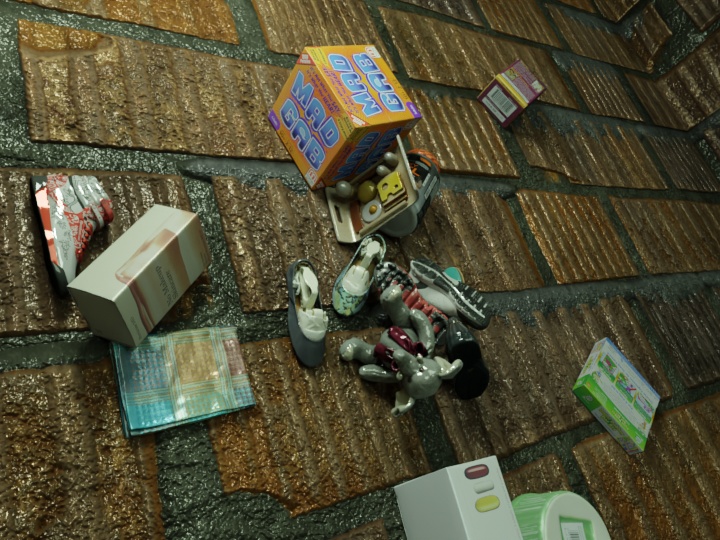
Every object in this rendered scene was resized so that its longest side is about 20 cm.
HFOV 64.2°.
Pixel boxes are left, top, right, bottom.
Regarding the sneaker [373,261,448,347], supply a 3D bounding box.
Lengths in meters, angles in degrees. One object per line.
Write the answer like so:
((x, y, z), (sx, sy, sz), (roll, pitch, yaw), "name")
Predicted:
((0.094, 0.067, 1.127), (0.071, 0.098, 0.201), (-43, 93, -9), "sneaker")

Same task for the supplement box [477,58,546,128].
((0.469, -0.549, 1.772), (0.131, 0.103, 0.200), (47, 48, 2), "supplement box")

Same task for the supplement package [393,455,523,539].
((0.159, 0.417, 0.901), (0.110, 0.156, 0.202), (0, 62, -33), "supplement package")

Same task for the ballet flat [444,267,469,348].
((0.201, 0.089, 1.218), (0.063, 0.068, 0.202), (42, 43, -43), "ballet flat")

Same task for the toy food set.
((0.020, -0.163, 1.158), (0.060, 0.199, 0.145), (24, 42, -48), "toy food set")

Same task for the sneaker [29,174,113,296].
((-0.427, -0.062, 0.874), (0.107, 0.067, 0.203), (-9, 65, -35), "sneaker")

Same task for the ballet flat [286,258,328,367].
((-0.094, 0.067, 1.016), (0.072, 0.073, 0.202), (6, 59, -31), "ballet flat")

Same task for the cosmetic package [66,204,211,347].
((-0.322, 0.003, 0.863), (0.086, 0.104, 0.201), (13, 47, 19), "cosmetic package")

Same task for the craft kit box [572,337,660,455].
((0.614, 0.294, 1.367), (0.200, 0.049, 0.197), (49, 44, 2), "craft kit box")

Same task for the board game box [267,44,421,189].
((-0.037, -0.327, 1.219), (0.199, 0.200, 0.201), (-21, 74, -41), "board game box")

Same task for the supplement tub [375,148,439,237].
((0.103, -0.178, 1.270), (0.122, 0.123, 0.201), (37, 47, -8), "supplement tub")

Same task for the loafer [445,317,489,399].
((0.201, 0.170, 1.092), (0.072, 0.201, 0.073), (-13, 42, 1), "loafer")

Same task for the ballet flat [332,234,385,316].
((0.000, 0.000, 1.122), (0.074, 0.074, 0.201), (34, 47, -11), "ballet flat")

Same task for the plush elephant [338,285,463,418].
((0.082, 0.160, 1.004), (0.200, 0.165, 0.155), (45, 0, -21), "plush elephant")

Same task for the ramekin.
((0.356, 0.495, 1.022), (0.198, 0.098, 0.202), (17, 53, -25), "ramekin")

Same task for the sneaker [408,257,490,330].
((0.176, 0.058, 1.169), (0.200, 0.080, 0.073), (40, 40, 21), "sneaker")

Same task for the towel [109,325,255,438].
((-0.267, 0.159, 0.872), (0.198, 0.022, 0.148), (-5, 65, -36), "towel")
